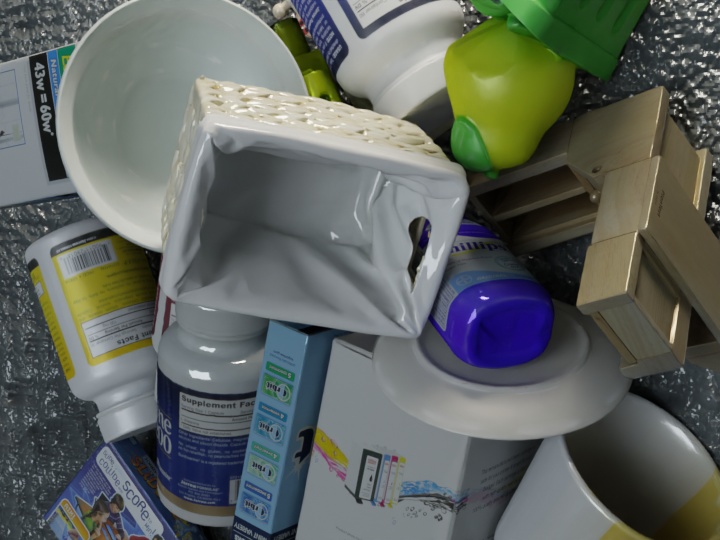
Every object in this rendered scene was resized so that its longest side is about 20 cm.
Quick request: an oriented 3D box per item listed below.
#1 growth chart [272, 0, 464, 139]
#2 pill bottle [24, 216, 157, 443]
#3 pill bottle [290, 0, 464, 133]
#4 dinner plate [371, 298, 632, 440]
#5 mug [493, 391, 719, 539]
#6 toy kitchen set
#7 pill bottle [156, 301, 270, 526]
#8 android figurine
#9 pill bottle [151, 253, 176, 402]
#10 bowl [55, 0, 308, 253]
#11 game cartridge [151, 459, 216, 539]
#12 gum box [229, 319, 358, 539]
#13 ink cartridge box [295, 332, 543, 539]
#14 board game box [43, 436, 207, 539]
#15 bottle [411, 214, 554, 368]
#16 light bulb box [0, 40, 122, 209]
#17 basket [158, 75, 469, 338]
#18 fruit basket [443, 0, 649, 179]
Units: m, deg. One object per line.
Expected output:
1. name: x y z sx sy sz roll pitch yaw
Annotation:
1. growth chart: 0.021 -0.193 1.274 0.145 0.018 0.201 -43 73 31
2. pill bottle: -0.239 0.057 1.441 0.111 0.111 0.202 -24 83 35
3. pill bottle: 0.012 -0.210 1.197 0.115 0.115 0.201 -37 77 34
4. dinner plate: 0.107 0.061 1.139 0.199 0.200 0.024 19 125 32
5. mug: 0.180 0.208 1.139 0.154 0.148 0.188 -57 32 36
6. toy kitchen set: 0.178 0.012 1.114 0.179 0.201 0.163 -18 128 36
7. pill bottle: -0.116 0.103 1.260 0.110 0.111 0.202 22 121 31
8. android figurine: -0.036 -0.105 1.263 0.182 0.041 0.202 142 107 -75
9. pill bottle: -0.127 0.025 1.354 0.113 0.114 0.202 20 109 32
10. bowl: -0.144 -0.113 1.183 0.090 0.199 0.204 -174 77 -72
11. game cartridge: -0.193 0.291 1.494 0.129 0.038 0.202 -21 85 32
12. gum box: -0.027 0.127 1.263 0.044 0.169 0.202 21 109 31
13. ink cartridge box: 0.054 0.159 1.224 0.144 0.147 0.202 21 109 31
14. board game box: -0.214 0.275 1.465 0.201 0.034 0.136 52 121 18
15. bottle: 0.074 0.000 1.155 0.200 0.083 0.066 -125 36 -56
16. light bulb box: -0.221 -0.135 1.345 0.198 0.197 0.126 -7 95 37
17. basket: -0.041 -0.048 1.092 0.124 0.198 0.137 -116 40 -62
18. fruit basket: 0.112 -0.181 1.096 0.156 0.215 0.216 48 121 19
